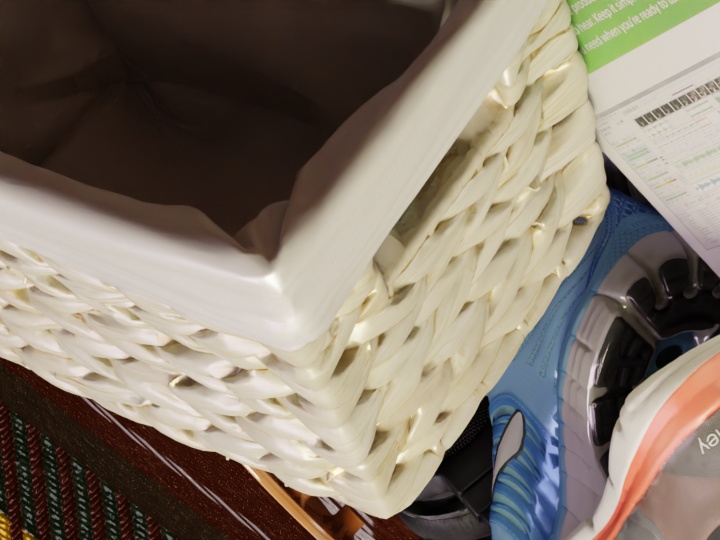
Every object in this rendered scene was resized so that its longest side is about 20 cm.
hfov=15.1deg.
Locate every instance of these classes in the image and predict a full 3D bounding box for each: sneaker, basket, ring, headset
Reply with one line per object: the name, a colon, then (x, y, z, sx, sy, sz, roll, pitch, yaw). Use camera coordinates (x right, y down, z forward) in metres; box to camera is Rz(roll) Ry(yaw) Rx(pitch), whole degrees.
sneaker: (0.101, 0.099, 0.770, 0.082, 0.077, 0.201, 58, 161, 29)
sneaker: (0.076, 0.062, 0.869, 0.090, 0.078, 0.201, -125, 39, -51)
basket: (-0.046, -0.036, 0.729, 0.199, 0.136, 0.124, 20, 152, 33)
ring: (-0.062, 0.056, 1.224, 0.201, 0.019, 0.200, 47, 180, 0)
headset: (0.033, 0.087, 0.996, 0.200, 0.094, 0.124, 50, 175, 36)

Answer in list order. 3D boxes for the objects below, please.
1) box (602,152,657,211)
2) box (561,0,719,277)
box: (0.108, -0.032, 0.829, 0.199, 0.042, 0.119, 32, 166, 17)
box: (0.126, -0.033, 0.689, 0.200, 0.036, 0.144, 45, 156, -9)
